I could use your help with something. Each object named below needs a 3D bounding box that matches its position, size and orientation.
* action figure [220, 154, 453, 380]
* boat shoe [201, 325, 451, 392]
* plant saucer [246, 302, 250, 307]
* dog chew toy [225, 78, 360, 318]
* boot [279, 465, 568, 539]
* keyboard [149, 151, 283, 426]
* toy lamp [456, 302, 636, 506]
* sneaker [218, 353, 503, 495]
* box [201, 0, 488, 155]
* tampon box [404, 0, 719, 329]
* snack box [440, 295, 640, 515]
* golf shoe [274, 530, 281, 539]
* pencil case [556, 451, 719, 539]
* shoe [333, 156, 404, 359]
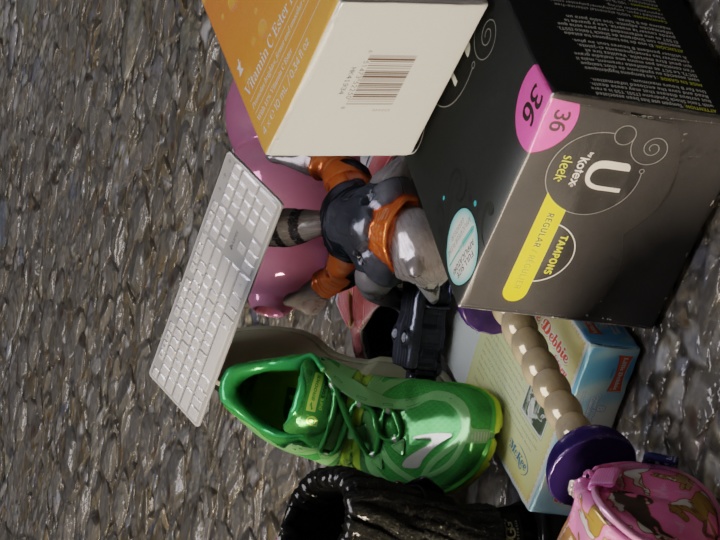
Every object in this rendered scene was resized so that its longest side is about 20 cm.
[{"bbox_3d":[0.000,0.000,1.666,0.193,0.104,0.202,2,88,58],"label":"action figure"},{"bbox_3d":[-0.023,0.089,1.760,0.075,0.198,0.066,-54,-38,-44],"label":"boat shoe"},{"bbox_3d":[-0.053,-0.068,2.032,0.200,0.036,0.202,-173,90,-69],"label":"plant saucer"},{"bbox_3d":[-0.045,-0.064,1.860,0.124,0.124,0.201,149,136,-64],"label":"dog chew toy"},{"bbox_3d":[0.018,0.180,1.592,0.211,0.157,0.080,130,142,-54],"label":"boot"},{"bbox_3d":[-0.096,0.015,1.726,0.056,0.011,0.201,49,135,31],"label":"keyboard"},{"bbox_3d":[0.097,0.048,1.476,0.201,0.058,0.058,-112,36,-47],"label":"toy lamp"},{"bbox_3d":[-0.004,0.093,1.605,0.199,0.083,0.075,6,83,35],"label":"sneaker"},{"bbox_3d":[-0.024,-0.180,1.505,0.125,0.097,0.201,-62,40,42],"label":"box"},{"bbox_3d":[0.110,-0.090,1.490,0.201,0.125,0.150,-109,33,-49],"label":"tampon box"},{"bbox_3d":[0.103,0.044,1.587,0.200,0.037,0.117,-117,40,-56],"label":"snack box"},{"bbox_3d":[-0.017,0.182,1.714,0.073,0.091,0.201,-76,-7,-56],"label":"golf shoe"},{"bbox_3d":[0.125,0.192,1.415,0.087,0.082,0.201,-114,36,-44],"label":"pencil case"},{"bbox_3d":[0.032,-0.021,1.757,0.091,0.071,0.201,-107,27,-45],"label":"shoe"}]
